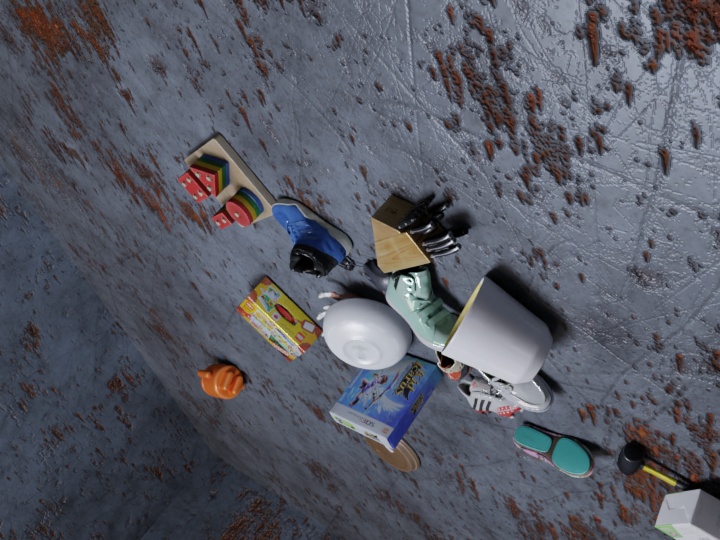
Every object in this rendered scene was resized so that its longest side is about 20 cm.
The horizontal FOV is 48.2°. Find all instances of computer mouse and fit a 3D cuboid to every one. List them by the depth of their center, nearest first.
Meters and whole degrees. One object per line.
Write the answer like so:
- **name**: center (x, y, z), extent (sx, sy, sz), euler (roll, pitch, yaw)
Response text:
- **computer mouse**: center (0.000, 0.000, 1.629), extent (0.198, 0.034, 0.059), euler (20, 147, 39)

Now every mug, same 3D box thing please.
- **mug**: center (0.243, 0.105, 1.374), extent (0.152, 0.187, 0.151), euler (29, 120, 5)

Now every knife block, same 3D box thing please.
- **knife block**: center (0.106, -0.046, 1.376), extent (0.174, 0.064, 0.201), euler (30, 151, 26)

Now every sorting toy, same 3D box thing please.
- **sorting toy**: center (-0.295, -0.172, 1.737), extent (0.201, 0.070, 0.198), euler (50, 153, -16)

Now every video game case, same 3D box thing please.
- **video game case**: center (0.056, 0.272, 1.771), extent (0.180, 0.201, 0.046), euler (15, 148, 42)

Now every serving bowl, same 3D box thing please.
- **serving bowl**: center (0.009, 0.150, 1.721), extent (0.197, 0.066, 0.202), euler (10, 139, 9)

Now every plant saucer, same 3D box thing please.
- **plant saucer**: center (0.083, 0.503, 2.284), extent (0.199, 0.030, 0.201), euler (33, 152, 20)

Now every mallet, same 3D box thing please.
- **mallet**: center (0.552, 0.378, 1.437), extent (0.198, 0.041, 0.066), euler (30, 152, 16)

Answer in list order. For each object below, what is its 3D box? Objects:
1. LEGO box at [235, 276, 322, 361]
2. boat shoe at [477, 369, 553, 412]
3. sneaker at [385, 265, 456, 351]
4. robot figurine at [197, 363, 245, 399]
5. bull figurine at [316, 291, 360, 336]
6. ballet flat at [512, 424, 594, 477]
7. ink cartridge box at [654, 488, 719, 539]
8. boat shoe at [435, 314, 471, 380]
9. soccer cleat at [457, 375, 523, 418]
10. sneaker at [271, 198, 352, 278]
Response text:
- **LEGO box**: center (-0.210, 0.128, 2.064), extent (0.200, 0.077, 0.149), euler (44, 154, -4)
- **boat shoe**: center (0.265, 0.196, 1.490), extent (0.199, 0.074, 0.067), euler (33, -172, 19)
- **sneaker**: center (0.124, 0.062, 1.479), extent (0.200, 0.073, 0.119), euler (40, 148, 26)
- **robot figurine**: center (-0.478, 0.383, 2.782), extent (0.199, 0.142, 0.118), euler (-3, 101, 55)
- **bull figurine**: center (-0.029, 0.121, 1.800), extent (0.119, 0.066, 0.202), euler (4, 136, 12)
- **ballet flat**: center (0.395, 0.364, 1.609), extent (0.199, 0.070, 0.071), euler (15, 162, 50)
- **ink cartridge box**: center (0.628, 0.458, 1.383), extent (0.198, 0.068, 0.117), euler (30, 158, 0)
- **boat shoe**: center (0.178, 0.167, 1.602), extent (0.071, 0.063, 0.201), euler (26, 151, 26)
- **soccer cleat**: center (0.263, 0.243, 1.596), extent (0.085, 0.069, 0.200), euler (42, 159, -10)
- **sneaker**: center (-0.124, -0.060, 1.621), extent (0.199, 0.111, 0.077), euler (33, 153, 19)
